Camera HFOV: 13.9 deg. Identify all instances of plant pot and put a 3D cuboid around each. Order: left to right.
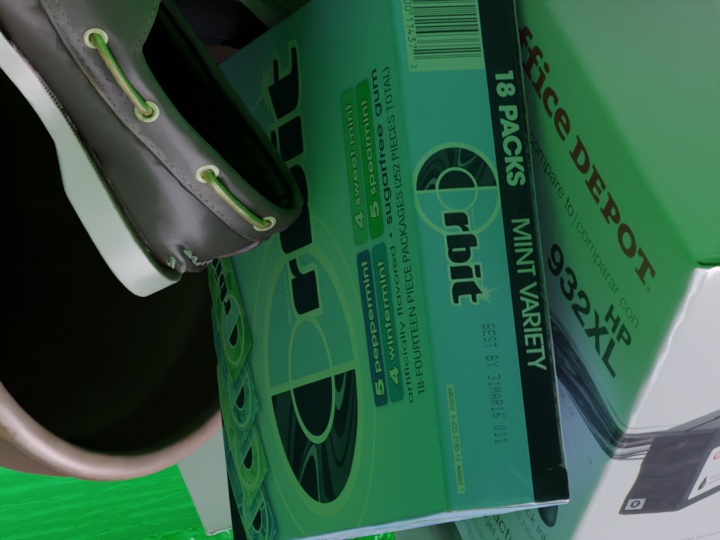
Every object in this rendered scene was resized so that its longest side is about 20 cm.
[{"bbox_3d":[-0.151,-0.025,1.083,0.174,0.201,0.200,0,-178,35],"label":"plant pot"}]

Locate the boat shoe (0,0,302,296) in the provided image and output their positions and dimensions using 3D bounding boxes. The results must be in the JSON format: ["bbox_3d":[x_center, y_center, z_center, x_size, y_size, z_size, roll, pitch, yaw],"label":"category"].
[{"bbox_3d":[-0.081,-0.079,0.890,0.059,0.200,0.072,-20,-145,12],"label":"boat shoe"}]

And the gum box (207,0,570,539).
[{"bbox_3d":[0.000,0.000,0.959,0.044,0.170,0.200,-4,174,-20],"label":"gum box"}]

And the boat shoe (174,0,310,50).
[{"bbox_3d":[-0.065,-0.107,1.005,0.060,0.074,0.200,-20,168,24],"label":"boat shoe"}]

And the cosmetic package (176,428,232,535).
[{"bbox_3d":[-0.069,-0.002,1.196,0.051,0.200,0.083,-19,-171,20],"label":"cosmetic package"}]

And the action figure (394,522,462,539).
[{"bbox_3d":[0.025,0.027,1.089,0.118,0.200,0.055,-26,-175,19],"label":"action figure"}]

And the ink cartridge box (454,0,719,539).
[{"bbox_3d":[0.081,0.002,0.942,0.084,0.145,0.200,-9,144,-23],"label":"ink cartridge box"}]
